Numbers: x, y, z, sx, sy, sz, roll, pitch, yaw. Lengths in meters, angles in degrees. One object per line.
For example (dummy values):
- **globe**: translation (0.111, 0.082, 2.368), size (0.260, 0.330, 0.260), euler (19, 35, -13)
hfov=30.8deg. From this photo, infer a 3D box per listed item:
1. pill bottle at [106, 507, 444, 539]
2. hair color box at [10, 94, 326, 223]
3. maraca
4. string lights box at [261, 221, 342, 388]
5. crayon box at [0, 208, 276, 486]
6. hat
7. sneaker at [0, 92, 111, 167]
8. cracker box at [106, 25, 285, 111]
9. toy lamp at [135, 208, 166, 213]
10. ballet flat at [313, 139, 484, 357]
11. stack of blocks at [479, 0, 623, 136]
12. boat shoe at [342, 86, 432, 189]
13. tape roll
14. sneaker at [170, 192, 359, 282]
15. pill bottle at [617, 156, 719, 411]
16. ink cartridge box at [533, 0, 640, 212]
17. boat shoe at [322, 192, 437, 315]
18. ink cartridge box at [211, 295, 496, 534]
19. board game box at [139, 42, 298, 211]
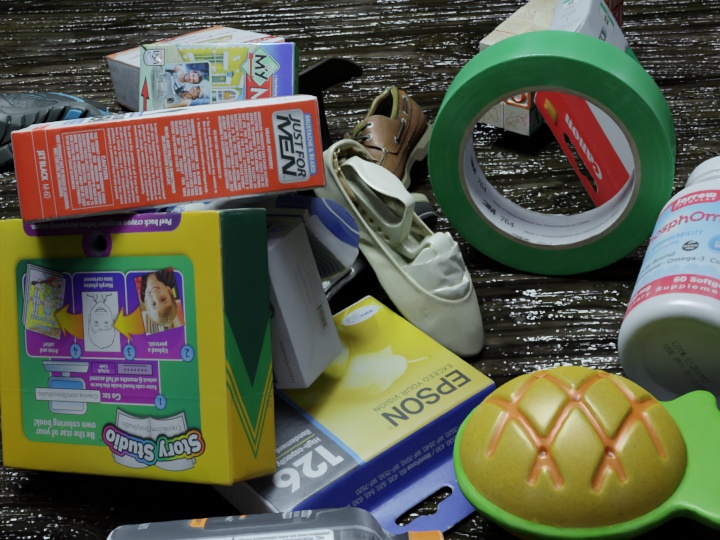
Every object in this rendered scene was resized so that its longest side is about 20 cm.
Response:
- **pill bottle**: translation (-0.045, 0.195, 0.759), size (0.197, 0.107, 0.107), euler (-4, 35, -1)
- **hair color box**: translation (-0.128, -0.079, 0.889), size (0.197, 0.065, 0.111), euler (-6, 9, -7)
- **maraca**: translation (0.158, 0.120, 0.841), size (0.197, 0.108, 0.138), euler (0, 42, 6)
- **string lights box**: translation (-0.121, 0.030, 0.947), size (0.198, 0.104, 0.059), euler (-5, 23, 31)
- **crayon box**: translation (-0.155, 0.049, 0.881), size (0.198, 0.175, 0.058), euler (-1, 3, 30)
- **hat**: translation (-0.082, -0.125, 1.216), size (0.198, 0.082, 0.201), euler (-20, -1, 0)
- **sneaker**: translation (-0.347, -0.143, 1.317), size (0.197, 0.074, 0.082), euler (4, 19, 2)
- **cracker box**: translation (-0.167, -0.202, 1.333), size (0.133, 0.058, 0.200), euler (-20, 22, -21)
- **toy lamp**: translation (-0.219, -0.044, 1.074), size (0.199, 0.058, 0.058), euler (-28, 25, 27)
- **ballet flat**: translation (0.035, -0.022, 1.013), size (0.069, 0.070, 0.200), euler (-34, 78, -36)
- **stack of blocks**: translation (0.192, -0.210, 1.300), size (0.058, 0.116, 0.200), euler (19, 42, 30)
- **boat shoe**: translation (0.009, -0.103, 1.191), size (0.071, 0.068, 0.200), euler (-23, 20, 27)
- **tape roll**: translation (0.155, -0.092, 1.061), size (0.197, 0.203, 0.048), euler (5, 36, 13)
- **sneaker**: translation (-0.084, -0.051, 1.004), size (0.198, 0.081, 0.116), euler (-6, 48, 39)
- **pill bottle**: translation (0.265, 0.004, 0.978), size (0.107, 0.110, 0.201), euler (10, 43, 19)
- **ink cartridge box**: translation (0.220, -0.143, 1.166), size (0.050, 0.162, 0.201), euler (-24, 25, 27)
- **boat shoe**: translation (0.000, 0.000, 1.072), size (0.200, 0.072, 0.066), euler (-28, 66, -41)
- **ink cartridge box**: translation (-0.004, 0.114, 0.924), size (0.196, 0.048, 0.199), euler (-28, 39, -30)
- **board game box**: translation (-0.120, -0.089, 1.102), size (0.133, 0.203, 0.029), euler (0, -4, 7)
